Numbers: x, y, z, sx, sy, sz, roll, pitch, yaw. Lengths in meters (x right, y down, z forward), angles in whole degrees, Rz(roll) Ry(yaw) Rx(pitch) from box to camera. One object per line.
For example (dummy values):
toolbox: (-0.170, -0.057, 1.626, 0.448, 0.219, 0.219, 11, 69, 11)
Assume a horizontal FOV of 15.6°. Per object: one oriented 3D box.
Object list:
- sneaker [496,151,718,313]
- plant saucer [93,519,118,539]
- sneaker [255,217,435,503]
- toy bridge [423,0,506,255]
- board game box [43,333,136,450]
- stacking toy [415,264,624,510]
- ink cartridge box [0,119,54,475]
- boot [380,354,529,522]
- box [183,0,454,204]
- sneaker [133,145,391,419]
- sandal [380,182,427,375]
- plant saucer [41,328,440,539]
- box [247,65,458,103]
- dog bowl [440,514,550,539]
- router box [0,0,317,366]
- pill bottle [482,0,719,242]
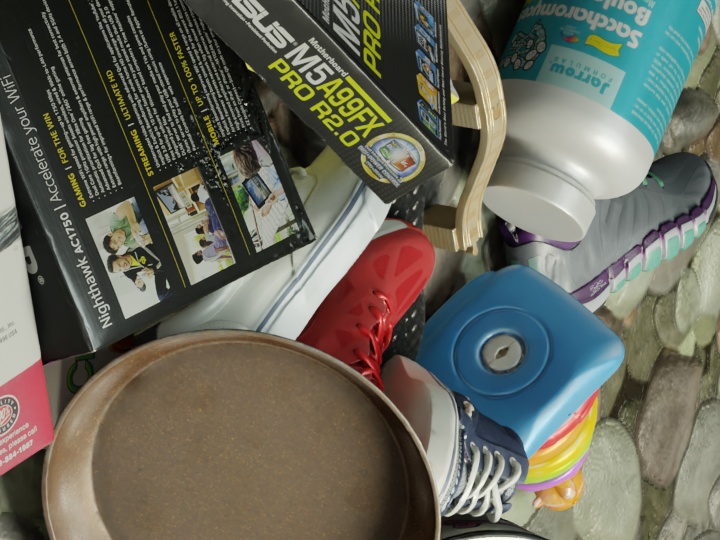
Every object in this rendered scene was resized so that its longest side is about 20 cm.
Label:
sneaker: (0.162, -0.043, 1.688, 0.200, 0.074, 0.088, -40, 125, -40)
plant saucer: (-0.112, 0.202, 1.418, 0.200, 0.037, 0.201, -21, 117, -50)
sneaker: (0.001, 0.057, 1.392, 0.200, 0.115, 0.078, -46, 140, -27)
toy bridge: (0.051, -0.097, 1.525, 0.027, 0.067, 0.200, -38, 128, -41)
board game box: (-0.117, -0.015, 1.348, 0.126, 0.035, 0.201, -8, 106, -52)
stacking toy: (0.109, 0.096, 1.644, 0.116, 0.110, 0.200, -44, 148, -11)
ink cartridge box: (-0.225, 0.011, 1.167, 0.145, 0.084, 0.200, -34, 127, -44)
boot: (0.053, 0.103, 1.422, 0.073, 0.090, 0.200, -58, -170, 11)
box: (-0.019, -0.152, 1.313, 0.160, 0.044, 0.200, 45, 27, -31)
sneaker: (-0.044, -0.019, 1.352, 0.071, 0.073, 0.200, 43, 59, -18)
sandal: (0.000, 0.000, 1.493, 0.075, 0.045, 0.200, -17, 127, -37)
plant saucer: (-0.058, 0.112, 1.308, 0.035, 0.200, 0.201, -75, 159, -62)
box: (-0.028, -0.134, 1.396, 0.200, 0.050, 0.075, 21, 41, -54)
dog bowl: (0.045, 0.224, 1.488, 0.200, 0.074, 0.201, -9, 115, -21)
router box: (-0.121, -0.076, 1.242, 0.149, 0.051, 0.200, -27, 99, -39)
pill bottle: (0.141, -0.121, 1.602, 0.111, 0.111, 0.200, 43, 65, -50)
